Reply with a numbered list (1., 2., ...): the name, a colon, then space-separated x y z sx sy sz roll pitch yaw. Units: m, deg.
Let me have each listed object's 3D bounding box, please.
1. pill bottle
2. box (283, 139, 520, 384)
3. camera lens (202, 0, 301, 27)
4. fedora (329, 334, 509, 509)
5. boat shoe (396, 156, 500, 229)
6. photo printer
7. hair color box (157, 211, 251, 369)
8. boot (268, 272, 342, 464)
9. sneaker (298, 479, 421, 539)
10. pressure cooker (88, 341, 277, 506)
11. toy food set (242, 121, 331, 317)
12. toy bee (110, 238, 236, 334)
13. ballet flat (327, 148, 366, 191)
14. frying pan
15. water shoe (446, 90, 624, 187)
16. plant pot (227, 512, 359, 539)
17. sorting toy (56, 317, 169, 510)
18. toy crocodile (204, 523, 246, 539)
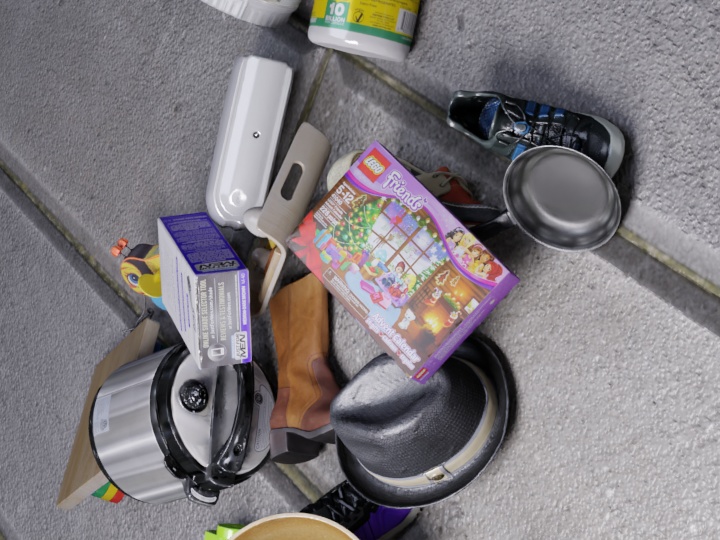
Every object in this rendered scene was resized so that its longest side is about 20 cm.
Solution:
1. pill bottle: 0.016 -0.332 1.635 0.112 0.112 0.201 18 98 50
2. box: 0.037 -0.010 1.463 0.137 0.039 0.200 -47 64 6
3. camera lens: -0.112 -0.402 1.761 0.160 0.159 0.201 46 118 43
4. fedora: 0.043 0.134 1.497 0.200 0.092 0.202 -15 60 28
5. boat shoe: 0.074 -0.077 1.561 0.200 0.071 0.063 18 95 54
6. photo printer: -0.131 -0.146 1.767 0.166 0.069 0.201 -129 51 -80
7. hair color box: -0.174 0.018 1.698 0.200 0.064 0.110 -130 36 -63
8. boot: -0.034 0.097 1.682 0.188 0.068 0.201 -30 54 52
9. sneaker: -0.013 0.252 1.579 0.200 0.099 0.070 -54 50 30
10. pressure cooker: -0.191 0.170 1.738 0.199 0.178 0.177 -22 99 43
11. toy food set: -0.096 -0.053 1.672 0.200 0.060 0.144 118 175 -61
12. toy bee: -0.253 0.000 1.885 0.200 0.109 0.131 -37 16 15
13. ballet flat: 0.022 -0.029 1.530 0.062 0.067 0.201 -42 70 54
14. frying pan: 0.170 -0.047 1.438 0.115 0.031 0.190 38 135 -1
15. water shoe: 0.160 -0.125 1.455 0.200 0.079 0.072 22 101 49
16. plant pot: -0.053 0.354 1.528 0.185 0.200 0.188 -3 69 7
17. sorting toy: -0.293 0.189 1.907 0.199 0.069 0.201 -38 35 54
18. toy crocodile: -0.118 0.325 1.733 0.199 0.061 0.068 -4 81 54
